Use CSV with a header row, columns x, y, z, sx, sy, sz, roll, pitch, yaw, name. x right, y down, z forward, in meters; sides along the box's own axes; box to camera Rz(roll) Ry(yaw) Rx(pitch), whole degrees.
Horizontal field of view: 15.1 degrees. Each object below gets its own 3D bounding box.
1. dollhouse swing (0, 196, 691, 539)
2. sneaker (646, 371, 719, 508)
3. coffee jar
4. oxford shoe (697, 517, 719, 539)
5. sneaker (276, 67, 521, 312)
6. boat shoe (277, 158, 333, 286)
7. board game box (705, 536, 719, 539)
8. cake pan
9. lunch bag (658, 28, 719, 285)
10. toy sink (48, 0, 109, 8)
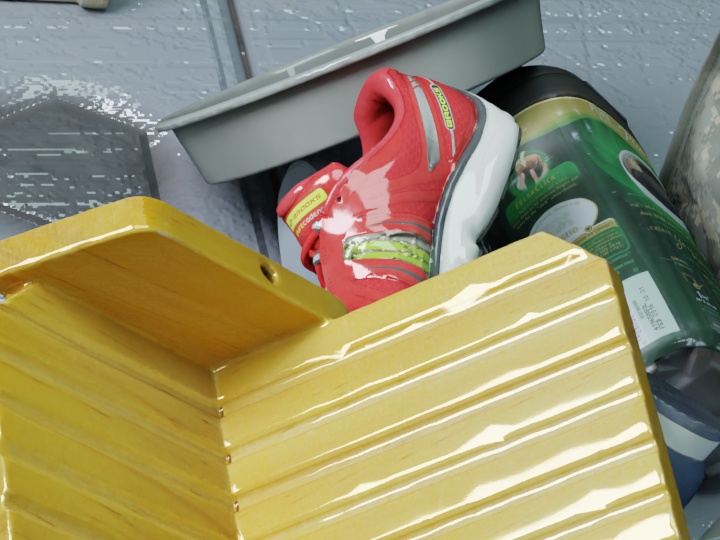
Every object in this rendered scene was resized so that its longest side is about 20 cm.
x,y,z,sx,sy,sz,roll,pitch,yaw,name
-0.012,0.059,0.963,0.181,0.175,0.201,30,38,-42,dollhouse swing
0.072,0.063,1.090,0.070,0.082,0.200,26,3,-20,sneaker
0.110,-0.001,1.242,0.104,0.085,0.201,38,21,-45,coffee jar
0.155,0.141,1.143,0.200,0.076,0.058,-37,20,-31,oxford shoe
0.000,0.000,1.131,0.085,0.077,0.201,26,54,-9,sneaker
0.029,0.027,1.217,0.068,0.074,0.200,-10,49,-32,boat shoe
0.069,0.155,1.016,0.200,0.199,0.026,-43,105,-42,board game box
0.002,-0.089,1.275,0.200,0.200,0.037,-27,98,-35,cake pan
0.247,-0.068,1.278,0.163,0.201,0.118,1,43,-14,lunch bag
-0.170,-0.217,1.386,0.199,0.131,0.112,2,43,-13,toy sink
